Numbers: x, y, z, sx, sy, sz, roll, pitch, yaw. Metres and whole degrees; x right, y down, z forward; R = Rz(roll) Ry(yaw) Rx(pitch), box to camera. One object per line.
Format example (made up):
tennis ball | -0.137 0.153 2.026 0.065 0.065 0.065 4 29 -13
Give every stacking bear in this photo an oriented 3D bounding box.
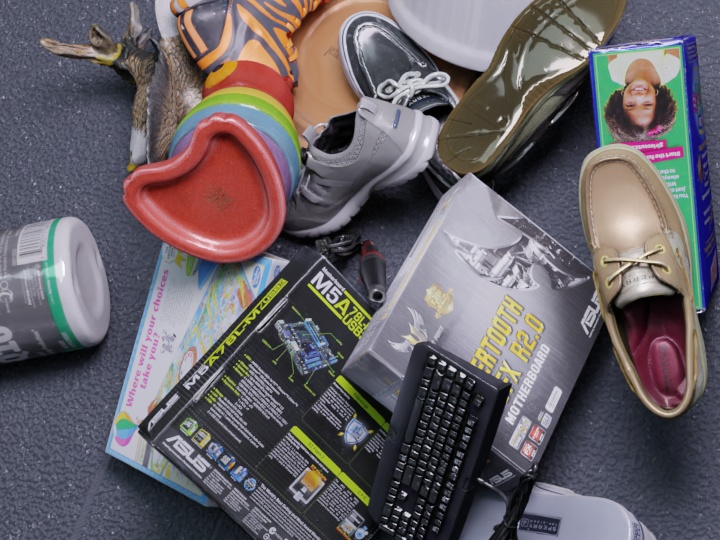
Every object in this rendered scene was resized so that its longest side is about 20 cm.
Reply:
stacking bear | -0.100 -0.102 1.414 0.121 0.114 0.200 -33 23 23

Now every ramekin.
ramekin | 0.124 -0.268 1.497 0.199 0.098 0.201 2 49 -2

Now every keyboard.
keyboard | 0.073 0.149 1.284 0.127 0.201 0.021 27 44 15

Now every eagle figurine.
eagle figurine | -0.165 -0.137 1.535 0.151 0.151 0.200 -26 49 -23

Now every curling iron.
curling iron | 0.000 0.000 1.419 0.049 0.200 0.026 -12 106 -6

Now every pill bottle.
pill bottle | -0.325 0.026 1.508 0.199 0.113 0.114 -11 65 9

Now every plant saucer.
plant saucer | 0.004 -0.186 1.567 0.199 0.032 0.201 -5 65 12

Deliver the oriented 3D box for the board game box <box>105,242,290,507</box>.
board game box | -0.128 0.073 1.418 0.134 0.034 0.201 20 96 43

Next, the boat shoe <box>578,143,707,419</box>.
boat shoe | 0.202 0.009 1.244 0.074 0.066 0.201 -18 95 14

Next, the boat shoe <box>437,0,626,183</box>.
boat shoe | 0.140 -0.153 1.424 0.072 0.066 0.201 39 88 20

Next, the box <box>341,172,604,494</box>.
box | 0.096 0.046 1.356 0.158 0.048 0.200 39 52 -9

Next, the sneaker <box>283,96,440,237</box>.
sneaker | -0.020 -0.095 1.459 0.200 0.082 0.075 -33 35 46

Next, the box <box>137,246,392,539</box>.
box | -0.038 0.118 1.362 0.193 0.200 0.047 -49 26 -10

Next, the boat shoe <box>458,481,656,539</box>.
boat shoe | 0.134 0.198 1.349 0.199 0.065 0.074 14 79 41

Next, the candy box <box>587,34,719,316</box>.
candy box | 0.226 -0.075 1.348 0.077 0.169 0.201 -6 96 15

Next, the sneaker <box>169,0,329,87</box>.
sneaker | -0.063 -0.219 1.545 0.199 0.078 0.112 -26 94 -20

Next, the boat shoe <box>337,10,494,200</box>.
boat shoe | 0.046 -0.139 1.484 0.073 0.068 0.200 -27 81 -5
